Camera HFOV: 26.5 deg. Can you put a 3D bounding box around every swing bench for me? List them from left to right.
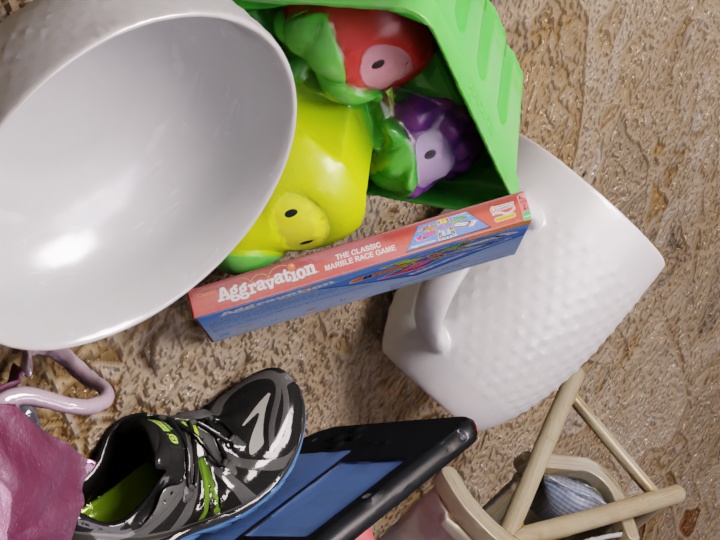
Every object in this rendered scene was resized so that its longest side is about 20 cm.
[{"bbox_3d":[0.101,0.208,1.140,0.199,0.130,0.199,-30,164,-46],"label":"swing bench"}]

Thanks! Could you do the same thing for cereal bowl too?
[{"bbox_3d":[-0.131,-0.063,0.741,0.199,0.083,0.201,-30,149,-21],"label":"cereal bowl"}]

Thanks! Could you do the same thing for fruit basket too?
[{"bbox_3d":[-0.005,-0.083,0.876,0.215,0.154,0.219,-28,122,-57],"label":"fruit basket"}]

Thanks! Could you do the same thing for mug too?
[{"bbox_3d":[0.095,0.010,1.047,0.176,0.147,0.200,-50,156,1],"label":"mug"}]

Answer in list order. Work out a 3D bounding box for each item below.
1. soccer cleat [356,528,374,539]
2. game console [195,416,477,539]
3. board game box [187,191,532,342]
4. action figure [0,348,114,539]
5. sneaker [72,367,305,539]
[{"bbox_3d":[-0.059,0.217,0.977,0.199,0.068,0.074,-34,100,-42],"label":"soccer cleat"},{"bbox_3d":[-0.042,0.150,0.962,0.199,0.176,0.031,-34,99,-37],"label":"game console"},{"bbox_3d":[0.000,0.000,0.899,0.197,0.020,0.103,-16,171,-3],"label":"board game box"},{"bbox_3d":[-0.197,0.084,0.732,0.150,0.133,0.200,-55,148,-11],"label":"action figure"},{"bbox_3d":[-0.108,0.118,0.929,0.199,0.071,0.083,-32,142,-33],"label":"sneaker"}]
